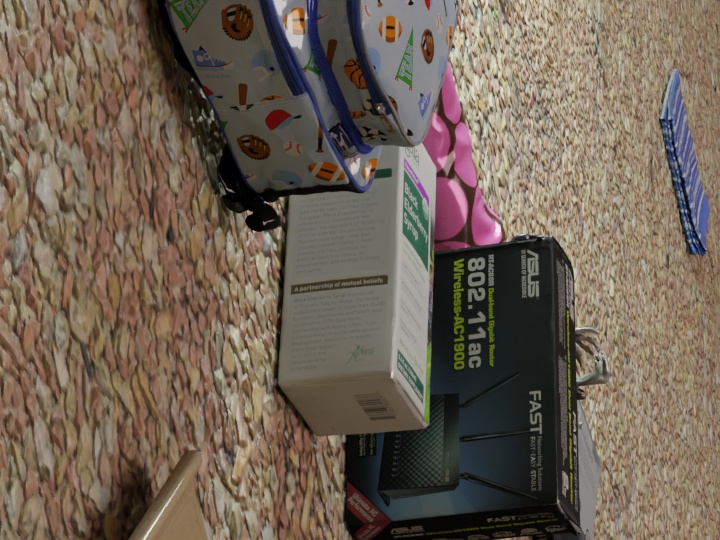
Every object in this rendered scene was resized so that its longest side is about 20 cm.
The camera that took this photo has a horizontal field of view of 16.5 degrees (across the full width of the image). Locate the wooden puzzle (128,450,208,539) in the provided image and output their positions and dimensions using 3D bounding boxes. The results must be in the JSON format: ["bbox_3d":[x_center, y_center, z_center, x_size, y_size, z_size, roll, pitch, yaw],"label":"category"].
[{"bbox_3d":[-0.103,0.218,1.280,0.185,0.037,0.201,-58,143,-65],"label":"wooden puzzle"}]

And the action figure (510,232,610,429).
[{"bbox_3d":[0.155,0.073,2.066,0.119,0.101,0.201,62,22,-76],"label":"action figure"}]

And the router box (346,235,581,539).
[{"bbox_3d":[0.070,0.085,1.694,0.062,0.149,0.201,50,36,-59],"label":"router box"}]

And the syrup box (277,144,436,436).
[{"bbox_3d":[0.000,0.000,1.620,0.079,0.081,0.201,58,31,-56],"label":"syrup box"}]

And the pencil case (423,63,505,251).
[{"bbox_3d":[0.051,-0.101,1.823,0.093,0.091,0.201,-29,118,-34],"label":"pencil case"}]

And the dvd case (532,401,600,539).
[{"bbox_3d":[0.181,0.191,2.226,0.200,0.025,0.151,-77,154,-50],"label":"dvd case"}]

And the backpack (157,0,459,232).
[{"bbox_3d":[-0.034,-0.157,1.480,0.191,0.153,0.201,53,36,-40],"label":"backpack"}]

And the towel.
[{"bbox_3d":[0.410,-0.134,3.117,0.145,0.024,0.201,-68,147,-59],"label":"towel"}]
